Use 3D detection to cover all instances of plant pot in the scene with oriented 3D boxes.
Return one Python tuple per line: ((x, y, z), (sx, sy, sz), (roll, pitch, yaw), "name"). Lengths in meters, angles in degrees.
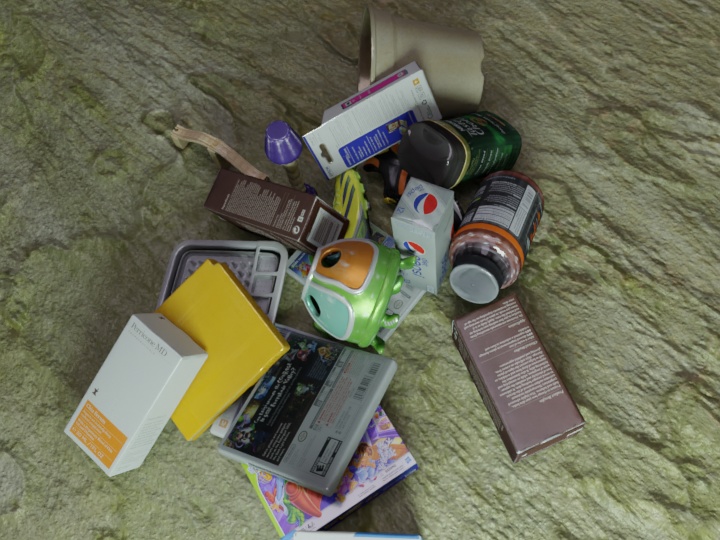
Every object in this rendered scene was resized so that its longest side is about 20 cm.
((0.094, -0.314, 1.239), (0.181, 0.201, 0.203), (0, 66, -7), "plant pot")

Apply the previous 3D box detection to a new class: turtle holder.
((-0.010, 0.028, 1.074), (0.130, 0.186, 0.142), (19, 83, -2), "turtle holder")

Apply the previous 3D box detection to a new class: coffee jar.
((0.148, -0.181, 1.162), (0.104, 0.086, 0.199), (40, 37, 26), "coffee jar")

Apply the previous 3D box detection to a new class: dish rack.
((-0.204, 0.039, 1.166), (0.198, 0.044, 0.173), (2, 67, 18), "dish rack")

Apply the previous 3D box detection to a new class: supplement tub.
((0.190, -0.046, 1.110), (0.106, 0.108, 0.201), (19, 49, 14), "supplement tub")

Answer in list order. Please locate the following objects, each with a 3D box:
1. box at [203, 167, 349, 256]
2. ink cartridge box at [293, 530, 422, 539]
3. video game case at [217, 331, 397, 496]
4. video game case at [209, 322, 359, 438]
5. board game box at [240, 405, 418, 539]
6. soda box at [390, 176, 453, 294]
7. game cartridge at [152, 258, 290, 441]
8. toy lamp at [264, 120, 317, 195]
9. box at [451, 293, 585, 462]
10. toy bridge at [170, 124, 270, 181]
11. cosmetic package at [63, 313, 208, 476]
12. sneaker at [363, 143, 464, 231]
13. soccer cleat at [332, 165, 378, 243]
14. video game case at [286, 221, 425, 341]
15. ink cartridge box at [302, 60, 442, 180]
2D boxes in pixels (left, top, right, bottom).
((-0.125, -0.084, 1.157), (0.199, 0.100, 0.076), (18, 82, 33), "box")
((0.004, 0.360, 0.931), (0.144, 0.200, 0.085), (-1, 68, 6), "ink cartridge box")
((-0.070, 0.183, 1.042), (0.180, 0.023, 0.201), (11, 56, 30), "video game case")
((-0.092, 0.179, 1.117), (0.198, 0.023, 0.184), (17, 69, 12), "video game case")
((-0.042, 0.259, 1.039), (0.199, 0.045, 0.135), (-32, 66, -8), "board game box")
((0.089, -0.043, 1.079), (0.063, 0.200, 0.069), (21, 68, 15), "soda box")
((-0.221, 0.108, 1.102), (0.200, 0.032, 0.177), (-43, 75, 10), "game cartridge")
((-0.105, -0.154, 1.167), (0.057, 0.200, 0.059), (-2, 65, 5), "toy lamp")
((0.211, 0.146, 1.066), (0.099, 0.075, 0.201), (-22, 64, -4), "box")
((-0.229, -0.188, 1.269), (0.199, 0.067, 0.027), (31, 72, 18), "toy bridge")
((-0.309, 0.169, 1.074), (0.101, 0.071, 0.201), (36, 100, 18), "cosmetic package")
((0.083, -0.120, 1.214), (0.090, 0.070, 0.201), (-39, 67, 5), "sneaker")
((-0.021, -0.076, 1.180), (0.083, 0.065, 0.202), (-13, 66, 2), "soccer cleat")
((0.000, 0.000, 1.189), (0.199, 0.018, 0.143), (36, 75, 19), "video game case")
((0.016, -0.219, 1.154), (0.199, 0.095, 0.037), (-29, 44, 3), "ink cartridge box")
